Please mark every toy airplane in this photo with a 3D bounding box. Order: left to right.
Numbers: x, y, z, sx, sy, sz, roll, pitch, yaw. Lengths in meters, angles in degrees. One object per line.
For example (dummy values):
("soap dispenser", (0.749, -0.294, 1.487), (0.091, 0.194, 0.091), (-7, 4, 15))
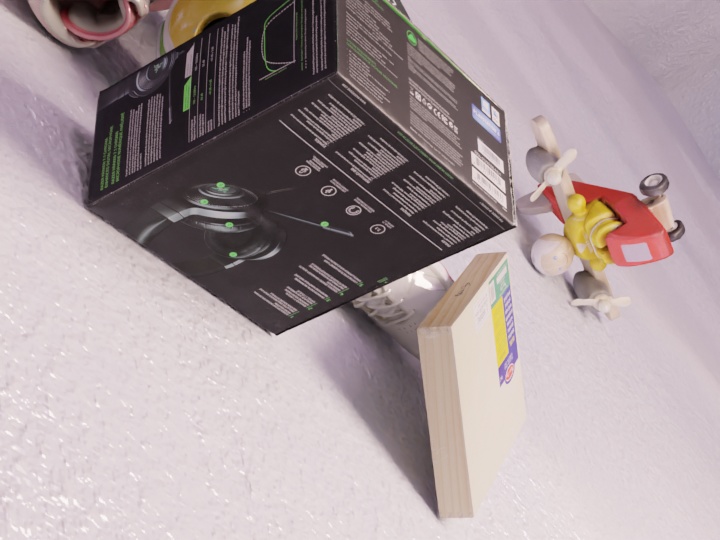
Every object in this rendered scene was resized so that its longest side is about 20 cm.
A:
("toy airplane", (0.226, -0.050, 1.783), (0.200, 0.141, 0.199), (47, -22, 11))

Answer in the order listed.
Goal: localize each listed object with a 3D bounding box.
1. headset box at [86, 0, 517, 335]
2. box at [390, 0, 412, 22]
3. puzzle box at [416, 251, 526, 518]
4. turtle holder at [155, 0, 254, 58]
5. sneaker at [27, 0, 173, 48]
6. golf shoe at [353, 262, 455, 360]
("headset box", (-0.039, -0.063, 0.999), (0.174, 0.200, 0.093), (36, 40, -40))
("box", (-0.056, -0.196, 1.206), (0.044, 0.160, 0.200), (-39, 105, -44))
("puzzle box", (0.081, 0.075, 1.178), (0.200, 0.025, 0.133), (-42, 127, -69))
("turtle holder", (-0.067, -0.142, 1.105), (0.141, 0.186, 0.132), (22, 37, 3))
("sneaker", (-0.164, -0.186, 1.121), (0.200, 0.075, 0.105), (18, 45, -63))
("golf shoe", (0.000, 0.000, 1.203), (0.200, 0.075, 0.092), (52, 41, -10))
